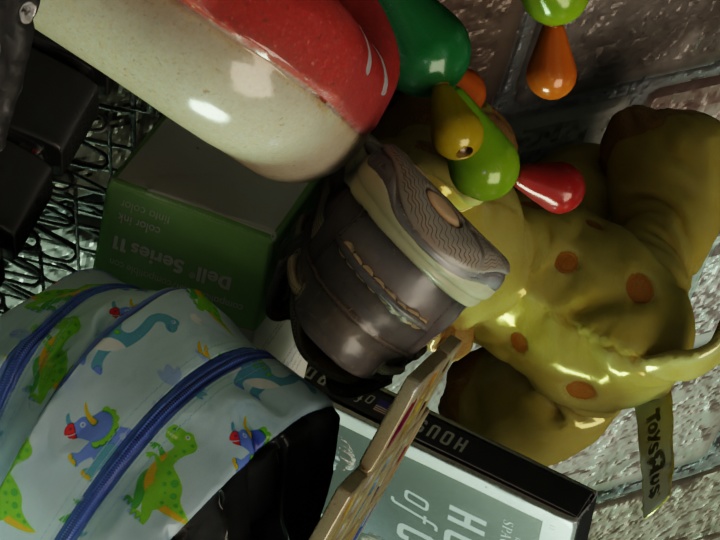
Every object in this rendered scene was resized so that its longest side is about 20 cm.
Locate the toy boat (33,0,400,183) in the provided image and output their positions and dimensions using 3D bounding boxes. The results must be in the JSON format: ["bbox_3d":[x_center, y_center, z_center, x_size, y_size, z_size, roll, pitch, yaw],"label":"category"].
[{"bbox_3d":[-0.036,-0.110,0.869,0.131,0.130,0.200,-57,174,1],"label":"toy boat"}]

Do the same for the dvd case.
[{"bbox_3d":[-0.003,0.103,1.170,0.025,0.200,0.151,-50,158,-39],"label":"dvd case"}]

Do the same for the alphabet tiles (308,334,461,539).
[{"bbox_3d":[-0.021,0.115,0.933,0.200,0.006,0.166,-62,174,10],"label":"alphabet tiles"}]

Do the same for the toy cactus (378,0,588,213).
[{"bbox_3d":[0.029,-0.121,1.000,0.165,0.102,0.201,3,111,-14],"label":"toy cactus"}]

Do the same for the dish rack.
[{"bbox_3d":[-0.124,0.005,1.005,0.200,0.054,0.154,95,19,-57],"label":"dish rack"}]

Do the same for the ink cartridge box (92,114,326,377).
[{"bbox_3d":[-0.063,0.036,1.050,0.117,0.067,0.200,-57,163,-58],"label":"ink cartridge box"}]

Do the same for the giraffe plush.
[{"bbox_3d":[0.051,-0.006,1.135,0.162,0.200,0.173,29,115,-23],"label":"giraffe plush"}]

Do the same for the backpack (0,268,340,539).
[{"bbox_3d":[-0.087,0.098,0.925,0.163,0.154,0.200,-30,167,-43],"label":"backpack"}]

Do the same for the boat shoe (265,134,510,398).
[{"bbox_3d":[0.000,0.000,0.959,0.073,0.075,0.200,-43,178,-1],"label":"boat shoe"}]

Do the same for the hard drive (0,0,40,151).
[{"bbox_3d":[-0.132,-0.141,0.725,0.140,0.038,0.201,10,95,-46],"label":"hard drive"}]
